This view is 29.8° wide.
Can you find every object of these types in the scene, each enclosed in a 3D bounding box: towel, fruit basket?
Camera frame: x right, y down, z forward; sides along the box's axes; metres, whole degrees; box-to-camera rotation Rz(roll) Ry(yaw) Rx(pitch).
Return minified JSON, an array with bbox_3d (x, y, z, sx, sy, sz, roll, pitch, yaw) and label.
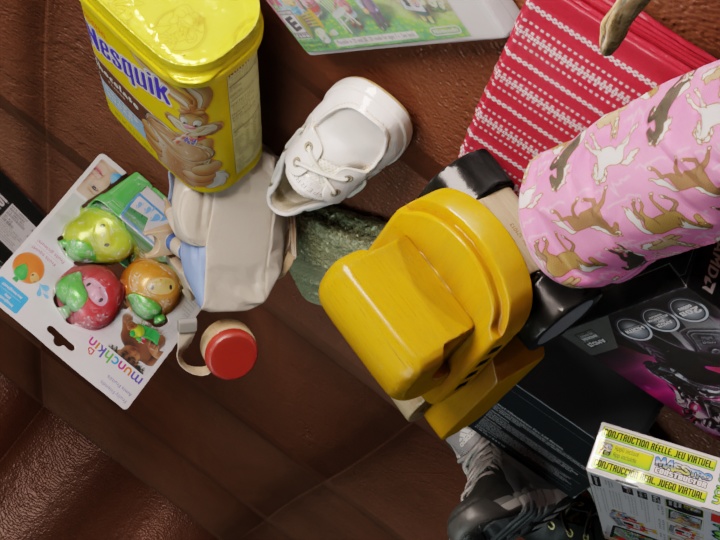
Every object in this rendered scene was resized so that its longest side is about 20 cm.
[{"bbox_3d":[0.000,0.000,1.183,0.200,0.036,0.148,21,152,36],"label":"towel"},{"bbox_3d":[0.139,-0.080,0.790,0.145,0.022,0.200,34,152,7],"label":"towel"},{"bbox_3d":[-0.246,0.007,1.360,0.185,0.200,0.094,43,143,-13],"label":"fruit basket"}]

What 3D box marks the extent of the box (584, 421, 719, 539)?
[{"bbox_3d":[0.216,0.163,0.921,0.110,0.035,0.200,16,162,19],"label":"box"}]

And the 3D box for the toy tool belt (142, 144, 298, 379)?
[{"bbox_3d":[-0.120,-0.021,1.156,0.123,0.125,0.200,-134,44,-59],"label":"toy tool belt"}]

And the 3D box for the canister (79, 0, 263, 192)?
[{"bbox_3d":[-0.136,-0.156,0.989,0.149,0.087,0.200,43,162,15],"label":"canister"}]

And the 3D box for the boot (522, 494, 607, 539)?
[{"bbox_3d":[0.191,0.234,1.305,0.154,0.074,0.204,30,161,6],"label":"boot"}]

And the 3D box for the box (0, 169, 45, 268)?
[{"bbox_3d":[-0.508,-0.093,1.712,0.164,0.086,0.200,7,143,52],"label":"box"}]

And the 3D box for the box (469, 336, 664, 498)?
[{"bbox_3d":[0.116,0.074,1.022,0.200,0.079,0.141,35,161,4],"label":"box"}]

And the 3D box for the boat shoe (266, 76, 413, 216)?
[{"bbox_3d":[-0.022,-0.080,1.005,0.071,0.069,0.200,41,158,-4],"label":"boat shoe"}]

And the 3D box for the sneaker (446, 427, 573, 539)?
[{"bbox_3d":[0.094,0.164,1.095,0.116,0.075,0.200,53,-163,19],"label":"sneaker"}]

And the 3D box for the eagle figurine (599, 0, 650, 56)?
[{"bbox_3d":[0.083,-0.213,0.538,0.152,0.151,0.200,-39,70,29],"label":"eagle figurine"}]

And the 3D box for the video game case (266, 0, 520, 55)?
[{"bbox_3d":[-0.021,-0.206,0.811,0.200,0.022,0.182,7,144,52],"label":"video game case"}]

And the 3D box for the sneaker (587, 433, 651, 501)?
[{"bbox_3d":[0.226,0.170,1.128,0.200,0.075,0.088,35,158,3],"label":"sneaker"}]

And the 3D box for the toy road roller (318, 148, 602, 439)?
[{"bbox_3d":[0.035,0.029,0.839,0.123,0.146,0.200,53,141,15],"label":"toy road roller"}]

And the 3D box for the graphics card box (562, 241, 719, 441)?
[{"bbox_3d":[0.240,0.057,0.845,0.200,0.051,0.125,34,152,-17],"label":"graphics card box"}]

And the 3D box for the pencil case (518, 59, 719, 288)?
[{"bbox_3d":[0.165,-0.048,0.701,0.083,0.087,0.200,15,162,-25],"label":"pencil case"}]
